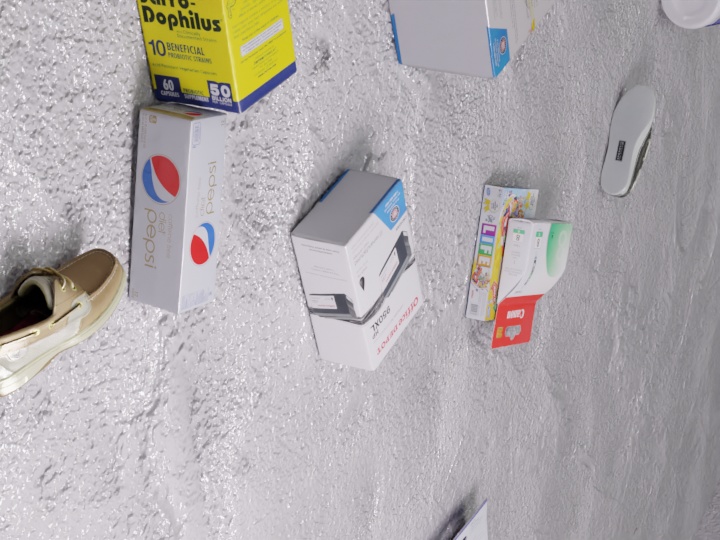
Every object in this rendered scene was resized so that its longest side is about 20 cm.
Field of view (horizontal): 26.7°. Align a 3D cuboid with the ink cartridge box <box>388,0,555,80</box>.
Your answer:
[{"bbox_3d":[0.144,-0.367,1.942,0.200,0.144,0.148,-51,142,-40],"label":"ink cartridge box"}]

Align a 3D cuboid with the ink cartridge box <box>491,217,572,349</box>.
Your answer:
[{"bbox_3d":[0.264,0.020,2.333,0.161,0.050,0.202,-3,101,-61],"label":"ink cartridge box"}]

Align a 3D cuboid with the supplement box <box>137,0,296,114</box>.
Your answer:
[{"bbox_3d":[-0.146,-0.272,1.490,0.110,0.108,0.202,-44,136,-46],"label":"supplement box"}]

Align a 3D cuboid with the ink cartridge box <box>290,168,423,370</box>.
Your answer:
[{"bbox_3d":[0.000,0.000,1.879,0.145,0.084,0.201,-51,142,-40],"label":"ink cartridge box"}]

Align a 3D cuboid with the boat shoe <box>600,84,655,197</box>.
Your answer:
[{"bbox_3d":[0.477,-0.228,2.681,0.064,0.070,0.202,8,101,-60],"label":"boat shoe"}]

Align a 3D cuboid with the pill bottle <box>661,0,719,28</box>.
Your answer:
[{"bbox_3d":[0.647,-0.515,2.822,0.199,0.119,0.121,-20,117,-57],"label":"pill bottle"}]

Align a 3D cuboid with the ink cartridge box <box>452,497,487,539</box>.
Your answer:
[{"bbox_3d":[0.141,0.484,2.358,0.197,0.047,0.202,-41,133,-46],"label":"ink cartridge box"}]

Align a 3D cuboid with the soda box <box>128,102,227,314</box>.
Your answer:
[{"bbox_3d":[-0.185,-0.064,1.532,0.064,0.068,0.202,-19,120,-58],"label":"soda box"}]

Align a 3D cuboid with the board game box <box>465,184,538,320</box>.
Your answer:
[{"bbox_3d":[0.217,-0.028,2.313,0.134,0.034,0.202,-5,104,-61],"label":"board game box"}]

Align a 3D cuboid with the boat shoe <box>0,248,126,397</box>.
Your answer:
[{"bbox_3d":[-0.287,0.034,1.385,0.200,0.073,0.067,-49,146,-42],"label":"boat shoe"}]
